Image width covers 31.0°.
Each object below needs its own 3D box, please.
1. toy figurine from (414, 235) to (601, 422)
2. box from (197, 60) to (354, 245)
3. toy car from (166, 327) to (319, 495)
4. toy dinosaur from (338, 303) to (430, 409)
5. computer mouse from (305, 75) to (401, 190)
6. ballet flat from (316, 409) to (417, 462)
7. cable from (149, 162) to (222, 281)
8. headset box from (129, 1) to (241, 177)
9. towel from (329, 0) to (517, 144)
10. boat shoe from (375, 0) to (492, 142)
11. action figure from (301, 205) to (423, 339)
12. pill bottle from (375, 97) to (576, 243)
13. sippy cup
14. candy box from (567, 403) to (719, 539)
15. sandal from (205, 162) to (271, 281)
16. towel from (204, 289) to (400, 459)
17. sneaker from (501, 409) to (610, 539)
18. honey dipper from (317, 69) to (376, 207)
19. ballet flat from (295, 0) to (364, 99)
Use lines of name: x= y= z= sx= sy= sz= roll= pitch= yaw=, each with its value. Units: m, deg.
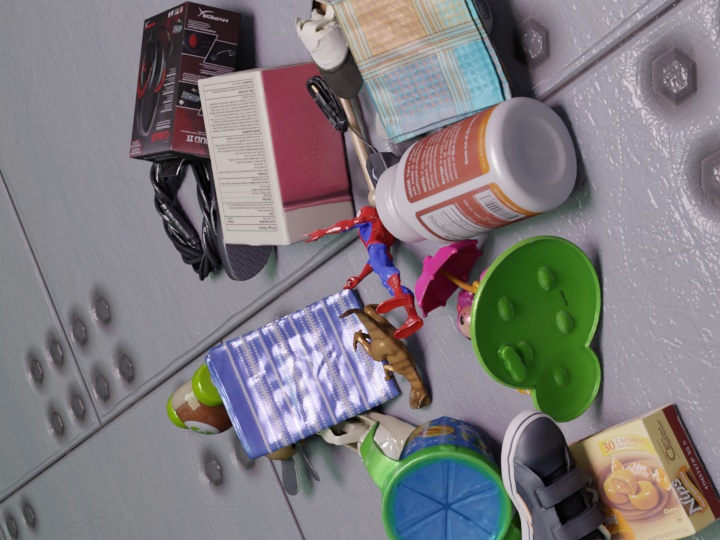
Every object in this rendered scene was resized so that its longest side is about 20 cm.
toy figurine: x=0.136 y=0.043 z=1.312 sx=0.184 sy=0.150 sz=0.200 roll=24 pitch=146 yaw=59
box: x=-0.097 y=-0.137 z=1.509 sx=0.128 sy=0.109 sz=0.200 roll=3 pitch=106 yaw=50
toy car: x=-0.129 y=0.198 z=1.649 sx=0.200 sy=0.158 sz=0.164 roll=55 pitch=151 yaw=3
toy dinosaur: x=0.024 y=0.074 z=1.451 sx=0.200 sy=0.060 sz=0.106 roll=50 pitch=173 yaw=-35
computer mouse: x=0.003 y=-0.129 z=1.410 sx=0.200 sy=0.034 sz=0.059 roll=49 pitch=158 yaw=6
ballet flat: x=0.007 y=0.199 z=1.539 sx=0.200 sy=0.069 sz=0.070 roll=20 pitch=118 yaw=45
cable: x=-0.230 y=-0.084 z=1.733 sx=0.163 sy=0.051 sz=0.200 roll=14 pitch=114 yaw=47
headset box: x=-0.218 y=-0.214 z=1.589 sx=0.149 sy=0.075 sz=0.200 roll=3 pitch=86 yaw=61
towel: x=0.050 y=-0.232 z=1.258 sx=0.146 sy=0.022 sz=0.200 roll=-17 pitch=106 yaw=33
boat shoe: x=0.056 y=-0.203 z=1.328 sx=0.200 sy=0.070 sz=0.071 roll=-48 pitch=58 yaw=46
action figure: x=0.000 y=0.000 z=1.414 sx=0.065 sy=0.099 sz=0.200 roll=58 pitch=-167 yaw=-37
pill bottle: x=0.107 y=-0.090 z=1.280 sx=0.200 sy=0.112 sz=0.112 roll=-19 pitch=88 yaw=51
sippy cup: x=0.091 y=0.224 z=1.379 sx=0.139 sy=0.130 sz=0.178 roll=-22 pitch=107 yaw=10
candy box: x=0.245 y=0.217 z=1.268 sx=0.200 sy=0.055 sz=0.116 roll=-34 pitch=76 yaw=50
sandal: x=-0.159 y=-0.084 z=1.637 sx=0.043 sy=0.076 sz=0.201 roll=-19 pitch=78 yaw=50
towel: x=-0.072 y=0.122 z=1.537 sx=0.200 sy=0.024 sz=0.145 roll=-25 pitch=83 yaw=7
sneaker: x=0.192 y=0.228 z=1.231 sx=0.079 sy=0.078 sz=0.200 roll=17 pitch=127 yaw=51
honey dipper: x=-0.010 y=-0.166 z=1.453 sx=0.038 sy=0.038 sz=0.200 roll=-18 pitch=91 yaw=51
ballet flat: x=-0.034 y=-0.271 z=1.328 sx=0.068 sy=0.068 sz=0.200 roll=16 pitch=115 yaw=40
